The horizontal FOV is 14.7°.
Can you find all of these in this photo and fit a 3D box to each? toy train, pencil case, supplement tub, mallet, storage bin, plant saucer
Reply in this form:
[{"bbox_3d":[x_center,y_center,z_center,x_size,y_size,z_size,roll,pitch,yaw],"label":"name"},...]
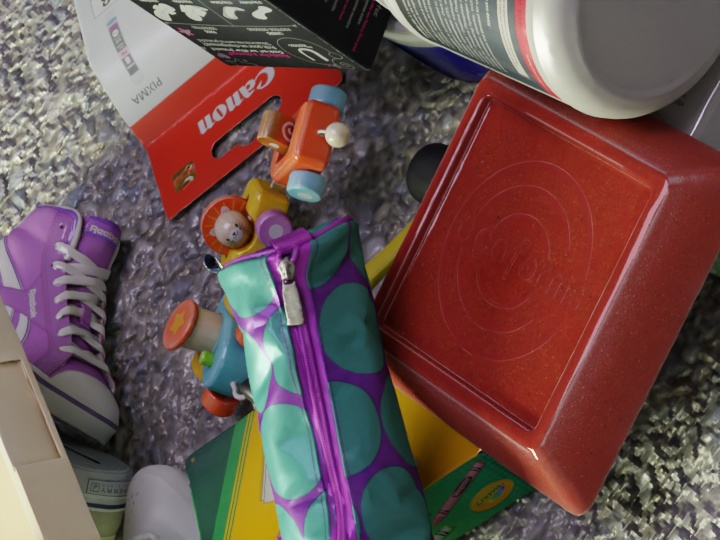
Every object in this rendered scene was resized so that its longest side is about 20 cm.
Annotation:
[{"bbox_3d":[-0.068,-0.013,1.681,0.150,0.055,0.201,151,136,-70],"label":"toy train"},{"bbox_3d":[-0.019,0.077,1.489,0.085,0.092,0.201,-15,82,6],"label":"pencil case"},{"bbox_3d":[0.093,-0.172,1.476,0.200,0.140,0.141,30,89,47],"label":"supplement tub"},{"bbox_3d":[0.000,0.000,1.625,0.200,0.041,0.066,-40,37,-8],"label":"mallet"},{"bbox_3d":[-0.254,0.140,1.691,0.199,0.093,0.200,-54,53,46],"label":"storage bin"},{"bbox_3d":[0.089,-0.003,1.478,0.199,0.037,0.201,34,100,46],"label":"plant saucer"}]

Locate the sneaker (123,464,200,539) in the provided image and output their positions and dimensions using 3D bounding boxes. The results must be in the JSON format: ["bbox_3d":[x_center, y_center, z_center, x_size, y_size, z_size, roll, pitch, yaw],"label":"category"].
[{"bbox_3d":[-0.115,0.195,1.628,0.074,0.087,0.201,-34,47,27],"label":"sneaker"}]

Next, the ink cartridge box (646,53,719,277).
[{"bbox_3d":[0.177,-0.118,1.534,0.145,0.084,0.200,27,88,47],"label":"ink cartridge box"}]

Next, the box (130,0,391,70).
[{"bbox_3d":[-0.038,-0.231,1.662,0.132,0.115,0.201,6,70,46],"label":"box"}]

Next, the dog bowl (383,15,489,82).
[{"bbox_3d":[0.078,-0.218,1.688,0.200,0.079,0.201,-22,54,33],"label":"dog bowl"}]

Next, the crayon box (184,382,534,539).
[{"bbox_3d":[-0.002,0.114,1.587,0.200,0.058,0.119,-35,48,23],"label":"crayon box"}]

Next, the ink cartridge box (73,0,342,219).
[{"bbox_3d":[-0.105,-0.158,1.849,0.162,0.057,0.200,-38,42,21],"label":"ink cartridge box"}]

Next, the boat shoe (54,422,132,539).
[{"bbox_3d":[-0.215,0.129,1.769,0.200,0.072,0.062,21,99,53],"label":"boat shoe"}]

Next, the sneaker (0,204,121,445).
[{"bbox_3d":[-0.189,0.023,1.808,0.114,0.073,0.200,-49,43,5],"label":"sneaker"}]
